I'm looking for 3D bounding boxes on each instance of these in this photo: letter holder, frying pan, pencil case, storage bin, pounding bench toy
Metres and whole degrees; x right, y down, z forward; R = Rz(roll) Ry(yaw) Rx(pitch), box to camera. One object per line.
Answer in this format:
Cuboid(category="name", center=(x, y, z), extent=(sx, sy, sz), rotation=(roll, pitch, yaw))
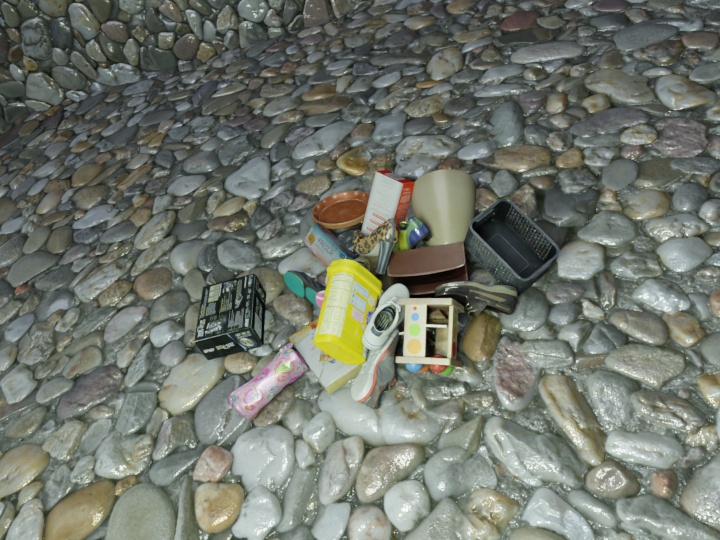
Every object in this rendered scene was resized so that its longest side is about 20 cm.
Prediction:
Cuboid(category="letter holder", center=(0.173, 0.026, 1.408), extent=(0.197, 0.101, 0.143), rotation=(-8, 47, 14))
Cuboid(category="frying pan", center=(-0.011, -0.067, 1.623), extent=(0.115, 0.031, 0.190), rotation=(-38, 43, -15))
Cuboid(category="pencil case", center=(-0.218, 0.264, 1.330), extent=(0.200, 0.088, 0.087), rotation=(-41, 47, -15))
Cuboid(category="storage bin", center=(0.366, -0.058, 1.369), extent=(0.135, 0.094, 0.200), rotation=(-35, 70, -15))
Cuboid(category="pounding bench toy", center=(0.170, 0.157, 1.274), extent=(0.123, 0.200, 0.158), rotation=(-1, 78, 23))

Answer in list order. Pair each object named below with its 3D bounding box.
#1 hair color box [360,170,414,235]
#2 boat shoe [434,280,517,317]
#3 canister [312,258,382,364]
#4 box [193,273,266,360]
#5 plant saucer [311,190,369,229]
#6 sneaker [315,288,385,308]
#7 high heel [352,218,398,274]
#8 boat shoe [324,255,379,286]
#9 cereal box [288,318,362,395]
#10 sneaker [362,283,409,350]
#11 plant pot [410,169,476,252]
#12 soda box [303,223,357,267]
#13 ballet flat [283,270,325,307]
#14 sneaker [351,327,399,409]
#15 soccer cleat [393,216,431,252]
Cuboid(category="hair color box", center=(0.072, -0.165, 1.552), extent=(0.101, 0.202, 0.061), rotation=(30, 28, 31))
Cuboid(category="boat shoe", center=(0.273, 0.070, 1.318), extent=(0.197, 0.075, 0.074), rotation=(4, 75, 3))
Cuboid(category="canister", center=(-0.029, 0.098, 1.286), extent=(0.086, 0.148, 0.202), rotation=(-12, 53, 38))
Cuboid(category="box", center=(-0.351, 0.124, 1.520), extent=(0.162, 0.087, 0.201), rotation=(-15, 44, 6))
Cuboid(category="plant saucer", center=(-0.052, -0.185, 1.729), extent=(0.197, 0.033, 0.201), rotation=(-9, 35, 6))
Cuboid(category="sneaker", center=(-0.018, 0.070, 1.436), extent=(0.197, 0.075, 0.088), rotation=(3, 31, -7))
Cuboid(category="high heel", center=(0.039, -0.099, 1.448), extent=(0.071, 0.144, 0.200), rotation=(2, 28, -26))
Cuboid(category="boat shoe", center=(0.000, 0.000, 1.487), extent=(0.198, 0.073, 0.065), rotation=(-22, -1, -26))
Cuboid(category="cereal box", center=(-0.071, 0.195, 1.377), extent=(0.143, 0.040, 0.200), rotation=(-33, 44, -15))
Cuboid(category="sneaker", center=(0.071, 0.095, 1.273), extent=(0.073, 0.071, 0.201), rotation=(32, 48, -1))
Cuboid(category="plant pot", center=(0.231, -0.134, 1.502), extent=(0.185, 0.188, 0.202), rotation=(-9, 59, 12))
Cuboid(category="soda box", center=(-0.083, -0.055, 1.593), extent=(0.069, 0.063, 0.200), rotation=(-57, 45, 13))
Cuboid(category="ballet flat", center=(-0.135, 0.048, 1.534), extent=(0.073, 0.074, 0.199), rotation=(-40, 40, -19))
Cuboid(category="sneaker", center=(0.048, 0.226, 1.282), extent=(0.077, 0.082, 0.201), rotation=(-15, 39, 54))
Cuboid(category="soccer cleat", center=(0.127, -0.091, 1.486), extent=(0.064, 0.200, 0.084), rotation=(-35, 89, -19))
